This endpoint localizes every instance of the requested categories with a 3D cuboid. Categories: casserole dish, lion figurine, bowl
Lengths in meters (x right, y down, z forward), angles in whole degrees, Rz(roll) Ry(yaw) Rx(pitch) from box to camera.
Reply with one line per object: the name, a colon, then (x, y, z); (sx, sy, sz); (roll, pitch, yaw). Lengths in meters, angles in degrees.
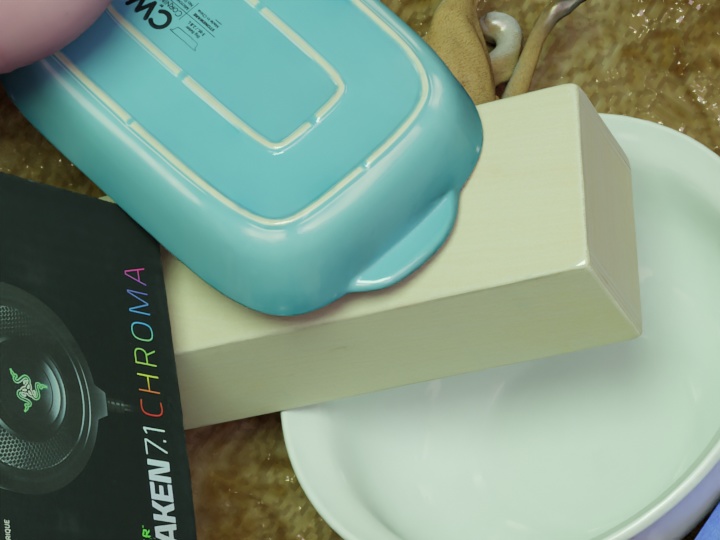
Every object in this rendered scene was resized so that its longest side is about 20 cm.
casserole dish: (-0.047, -0.072, 0.854); (0.121, 0.039, 0.200); (-42, 66, -15)
lion figurine: (-0.007, -0.082, 0.932); (0.199, 0.073, 0.123); (5, 48, -3)
bowl: (0.076, 0.046, 0.920); (0.200, 0.090, 0.202); (-14, 52, 19)

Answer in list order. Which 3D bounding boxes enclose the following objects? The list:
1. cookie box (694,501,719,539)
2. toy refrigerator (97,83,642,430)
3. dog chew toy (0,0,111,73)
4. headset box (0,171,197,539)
cookie box: (0.226, 0.120, 0.891); (0.171, 0.075, 0.200); (-52, 121, -20)
toy refrigerator: (0.000, 0.000, 0.891); (0.199, 0.070, 0.076); (-13, 59, 21)
dog chew toy: (-0.179, -0.117, 0.799); (0.199, 0.125, 0.125); (-12, 85, -1)
headset box: (-0.163, 0.052, 0.792); (0.199, 0.093, 0.175); (16, 55, -41)
